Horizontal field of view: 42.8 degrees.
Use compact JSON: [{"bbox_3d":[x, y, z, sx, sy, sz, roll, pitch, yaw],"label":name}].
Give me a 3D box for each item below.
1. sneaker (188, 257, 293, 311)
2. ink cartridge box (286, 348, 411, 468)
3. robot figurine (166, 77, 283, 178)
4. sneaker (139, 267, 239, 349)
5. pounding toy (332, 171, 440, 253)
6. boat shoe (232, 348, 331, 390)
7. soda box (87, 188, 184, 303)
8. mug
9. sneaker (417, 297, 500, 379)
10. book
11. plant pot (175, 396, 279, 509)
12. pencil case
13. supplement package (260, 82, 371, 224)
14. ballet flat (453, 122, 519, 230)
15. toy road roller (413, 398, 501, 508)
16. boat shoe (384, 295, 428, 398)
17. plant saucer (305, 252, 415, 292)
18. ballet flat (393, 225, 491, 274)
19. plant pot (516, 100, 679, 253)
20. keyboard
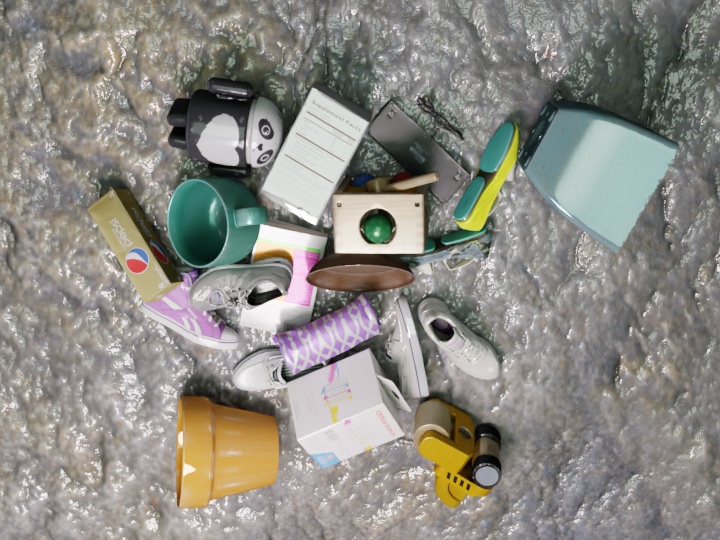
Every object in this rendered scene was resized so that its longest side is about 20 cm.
[{"bbox_3d":[-0.215,0.033,1.627,0.196,0.083,0.076,-17,126,7],"label":"sneaker"},{"bbox_3d":[-0.016,0.251,1.691,0.196,0.127,0.129,-23,140,7],"label":"ink cartridge box"},{"bbox_3d":[-0.230,-0.243,1.576,0.195,0.150,0.128,7,77,0],"label":"robot figurine"},{"bbox_3d":[-0.301,0.064,1.697,0.197,0.073,0.116,26,102,-6],"label":"sneaker"},{"bbox_3d":[0.049,-0.112,1.560,0.179,0.200,0.146,0,106,7],"label":"pounding toy"},{"bbox_3d":[-0.152,0.184,1.728,0.196,0.067,0.075,-20,105,7],"label":"boat shoe"},{"bbox_3d":[-0.401,-0.045,1.642,0.063,0.068,0.202,-34,86,11],"label":"soda box"},{"bbox_3d":[-0.237,-0.079,1.607,0.184,0.113,0.155,33,113,27],"label":"mug"},{"bbox_3d":[0.180,0.140,1.690,0.199,0.100,0.075,41,101,-11],"label":"sneaker"},{"bbox_3d":[-0.142,0.018,1.692,0.131,0.048,0.204,13,108,-3],"label":"book"},{"bbox_3d":[-0.250,0.339,1.722,0.179,0.200,0.205,2,107,-15],"label":"plant pot"},{"bbox_3d":[-0.058,0.112,1.675,0.197,0.086,0.085,-25,146,-8],"label":"pencil case"},{"bbox_3d":[-0.075,-0.204,1.588,0.116,0.117,0.203,28,104,-4],"label":"supplement package"},{"bbox_3d":[0.234,-0.160,1.621,0.066,0.067,0.203,27,93,-31],"label":"ballet flat"},{"bbox_3d":[0.170,0.357,1.744,0.198,0.123,0.147,31,116,-8],"label":"toy road roller"},{"bbox_3d":[0.078,0.148,1.713,0.068,0.071,0.204,-12,112,2],"label":"boat shoe"},{"bbox_3d":[0.000,0.000,1.624,0.195,0.201,0.038,-1,75,2],"label":"plant saucer"},{"bbox_3d":[0.142,-0.027,1.661,0.195,0.074,0.076,-10,106,6],"label":"ballet flat"},{"bbox_3d":[0.376,-0.181,1.542,0.197,0.197,0.199,26,105,-5],"label":"plant pot"},{"bbox_3d":[0.118,-0.226,1.628,0.199,0.021,0.127,41,109,-11],"label":"keyboard"}]
